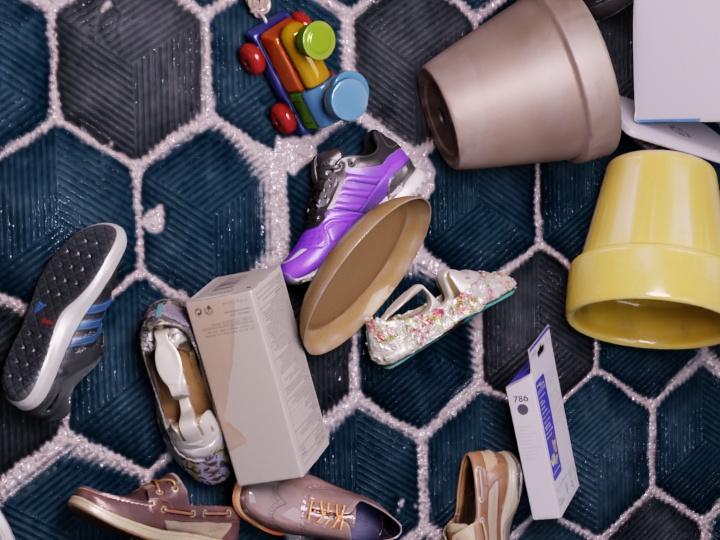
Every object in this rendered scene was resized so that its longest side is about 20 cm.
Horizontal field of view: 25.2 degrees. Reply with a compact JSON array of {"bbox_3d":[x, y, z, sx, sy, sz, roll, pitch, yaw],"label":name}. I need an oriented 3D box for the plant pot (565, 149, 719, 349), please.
[{"bbox_3d":[0.340,-0.027,1.844,0.199,0.200,0.191,18,70,-29],"label":"plant pot"}]

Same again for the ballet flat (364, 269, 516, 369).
[{"bbox_3d":[0.087,0.037,1.766,0.199,0.075,0.064,-30,100,-27],"label":"ballet flat"}]

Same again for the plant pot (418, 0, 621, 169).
[{"bbox_3d":[0.163,-0.191,1.738,0.172,0.200,0.202,-21,104,-10],"label":"plant pot"}]

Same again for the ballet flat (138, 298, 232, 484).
[{"bbox_3d":[-0.179,0.131,1.621,0.071,0.072,0.203,-22,103,-26],"label":"ballet flat"}]

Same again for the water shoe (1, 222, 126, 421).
[{"bbox_3d":[-0.281,0.049,1.572,0.201,0.071,0.079,-62,145,-13],"label":"water shoe"}]

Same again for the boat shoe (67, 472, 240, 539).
[{"bbox_3d":[-0.202,0.239,1.622,0.199,0.072,0.073,23,74,-32],"label":"boat shoe"}]

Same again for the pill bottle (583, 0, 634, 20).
[{"bbox_3d":[0.236,-0.383,1.794,0.112,0.111,0.201,-46,114,-18],"label":"pill bottle"}]

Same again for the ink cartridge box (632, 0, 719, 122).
[{"bbox_3d":[0.410,-0.248,1.837,0.200,0.146,0.147,-18,107,-62],"label":"ink cartridge box"}]

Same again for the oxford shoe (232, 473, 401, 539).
[{"bbox_3d":[-0.043,0.250,1.697,0.198,0.073,0.072,16,78,-35],"label":"oxford shoe"}]

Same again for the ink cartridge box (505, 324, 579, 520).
[{"bbox_3d":[0.205,0.172,1.833,0.099,0.039,0.202,-34,115,-65],"label":"ink cartridge box"}]

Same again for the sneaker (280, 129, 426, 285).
[{"bbox_3d":[-0.029,-0.073,1.699,0.200,0.069,0.100,-44,105,-22],"label":"sneaker"}]

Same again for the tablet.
[{"bbox_3d":[0.359,-0.166,1.875,0.198,0.130,0.014,12,115,-29],"label":"tablet"}]

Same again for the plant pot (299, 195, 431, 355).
[{"bbox_3d":[0.000,0.000,1.673,0.027,0.201,0.200,37,70,18],"label":"plant pot"}]

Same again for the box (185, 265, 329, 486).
[{"bbox_3d":[-0.103,0.107,1.638,0.095,0.077,0.202,-42,120,-67],"label":"box"}]

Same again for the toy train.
[{"bbox_3d":[-0.068,-0.236,1.630,0.084,0.115,0.201,-36,110,-23],"label":"toy train"}]

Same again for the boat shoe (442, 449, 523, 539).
[{"bbox_3d":[0.127,0.300,1.813,0.073,0.075,0.203,13,79,-24],"label":"boat shoe"}]

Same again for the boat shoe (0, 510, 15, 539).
[{"bbox_3d":[-0.364,0.273,1.529,0.064,0.074,0.204,-29,114,-29],"label":"boat shoe"}]
